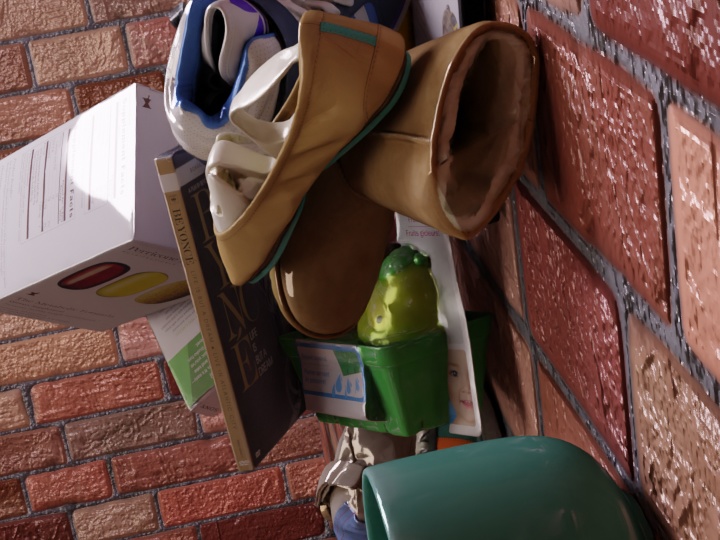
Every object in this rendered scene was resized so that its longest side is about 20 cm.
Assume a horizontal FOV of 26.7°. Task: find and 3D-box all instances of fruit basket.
[{"bbox_3d":[0.000,0.000,0.939,0.185,0.093,0.202,2,111,57],"label":"fruit basket"}]

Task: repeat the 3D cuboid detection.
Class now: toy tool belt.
[{"bbox_3d":[0.027,0.205,1.200,0.201,0.123,0.124,86,179,-56],"label":"toy tool belt"}]

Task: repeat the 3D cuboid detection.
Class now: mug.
[{"bbox_3d":[0.074,0.160,0.653,0.186,0.113,0.153,-108,9,-48],"label":"mug"}]

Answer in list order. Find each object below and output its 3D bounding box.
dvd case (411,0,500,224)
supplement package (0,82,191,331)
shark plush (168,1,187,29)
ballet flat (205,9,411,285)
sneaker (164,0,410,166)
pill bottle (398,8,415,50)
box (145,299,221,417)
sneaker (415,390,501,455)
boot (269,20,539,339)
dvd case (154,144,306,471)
[{"bbox_3d":[0.047,-0.145,0.833,0.143,0.017,0.202,-107,9,-55],"label":"dvd case"},{"bbox_3d":[-0.170,-0.037,1.063,0.199,0.113,0.111,-20,66,45],"label":"supplement package"},{"bbox_3d":[-0.060,-0.130,1.096,0.084,0.199,0.091,-60,20,-6],"label":"shark plush"},{"bbox_3d":[-0.044,-0.064,0.769,0.200,0.063,0.069,-50,26,46],"label":"ballet flat"},{"bbox_3d":[-0.038,-0.146,0.860,0.080,0.201,0.146,33,-178,12],"label":"sneaker"},{"bbox_3d":[-0.021,-0.174,1.011,0.109,0.108,0.202,-129,28,-78],"label":"pill bottle"},{"bbox_3d":[-0.106,-0.013,1.130,0.036,0.144,0.201,26,-152,-52],"label":"box"},{"bbox_3d":[0.056,0.144,0.973,0.072,0.079,0.201,88,170,-59],"label":"sneaker"},{"bbox_3d":[0.015,-0.038,0.769,0.200,0.065,0.177,-158,75,-70],"label":"boot"},{"bbox_3d":[-0.070,0.006,0.973,0.149,0.016,0.202,-44,-57,-64],"label":"dvd case"}]
